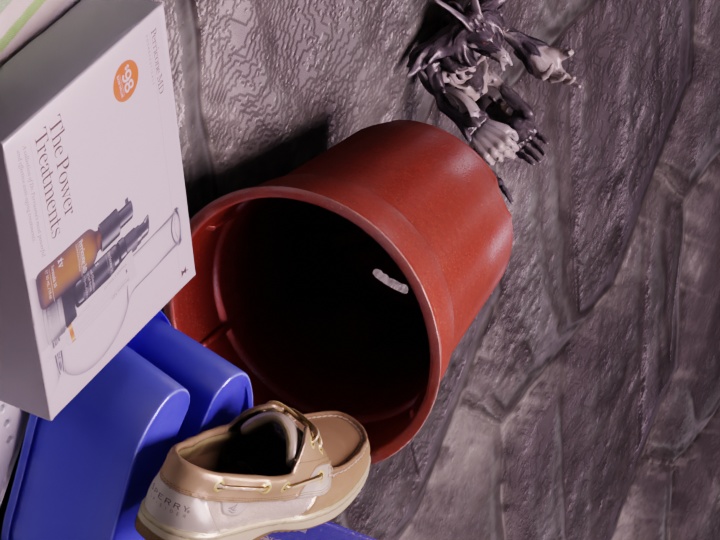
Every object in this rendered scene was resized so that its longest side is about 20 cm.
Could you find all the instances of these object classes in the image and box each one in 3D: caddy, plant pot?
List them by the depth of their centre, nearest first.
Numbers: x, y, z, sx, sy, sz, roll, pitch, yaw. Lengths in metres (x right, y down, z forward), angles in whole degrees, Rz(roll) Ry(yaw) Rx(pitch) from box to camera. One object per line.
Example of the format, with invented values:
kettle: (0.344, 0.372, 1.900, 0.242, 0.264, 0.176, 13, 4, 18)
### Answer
caddy: (-0.153, 0.120, 1.571, 0.141, 0.105, 0.201, -11, 121, -57)
plant pot: (0.000, 0.000, 1.699, 0.195, 0.200, 0.202, -44, 146, -55)

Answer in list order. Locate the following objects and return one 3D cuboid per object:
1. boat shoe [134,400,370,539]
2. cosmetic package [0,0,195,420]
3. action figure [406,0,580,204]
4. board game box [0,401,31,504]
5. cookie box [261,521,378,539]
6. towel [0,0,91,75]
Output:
boat shoe: (-0.054, 0.118, 1.547, 0.200, 0.074, 0.067, -23, 137, -54)
cosmetic package: (-0.163, -0.038, 1.442, 0.151, 0.051, 0.201, -50, 147, -40)
action figure: (0.102, -0.135, 1.877, 0.119, 0.102, 0.200, -45, 150, -18)
board game box: (-0.279, 0.155, 1.446, 0.200, 0.026, 0.201, 10, 100, -64)
cookie box: (-0.034, 0.221, 1.807, 0.076, 0.170, 0.200, -67, 154, -10)
towel: (-0.173, -0.125, 1.444, 0.153, 0.023, 0.201, -53, 149, -30)
